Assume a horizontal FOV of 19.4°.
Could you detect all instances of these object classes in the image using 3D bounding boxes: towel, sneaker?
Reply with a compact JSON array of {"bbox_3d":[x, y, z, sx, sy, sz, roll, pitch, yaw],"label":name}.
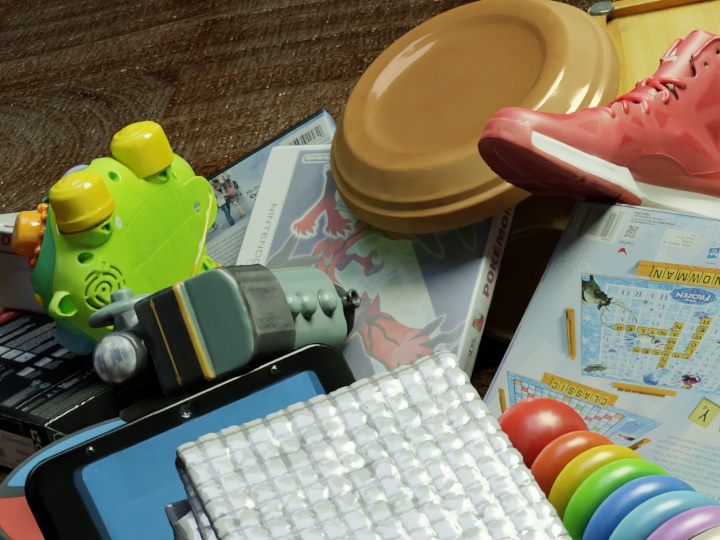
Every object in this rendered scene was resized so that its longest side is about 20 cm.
[{"bbox_3d":[0.010,0.151,1.022,0.165,0.086,0.200,-20,47,-15],"label":"towel"},{"bbox_3d":[0.155,-0.094,1.231,0.200,0.116,0.078,17,-7,-41],"label":"sneaker"}]

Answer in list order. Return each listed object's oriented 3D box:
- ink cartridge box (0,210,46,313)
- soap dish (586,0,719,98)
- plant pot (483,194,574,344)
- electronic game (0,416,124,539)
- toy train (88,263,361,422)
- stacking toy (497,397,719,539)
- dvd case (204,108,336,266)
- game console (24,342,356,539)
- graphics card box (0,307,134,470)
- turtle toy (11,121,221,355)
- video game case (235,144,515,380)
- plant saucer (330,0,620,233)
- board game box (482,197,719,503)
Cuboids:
[{"bbox_3d":[-0.195,-0.008,1.543,0.116,0.067,0.200,7,11,35],"label":"ink cartridge box"},{"bbox_3d":[0.220,-0.117,1.377,0.157,0.081,0.200,-10,32,9],"label":"soap dish"},{"bbox_3d":[0.094,-0.044,1.430,0.186,0.187,0.200,-14,33,-3],"label":"plant pot"},{"bbox_3d":[-0.124,0.130,1.259,0.200,0.042,0.200,-7,22,3],"label":"electronic game"},{"bbox_3d":[-0.076,0.039,1.250,0.114,0.085,0.200,-22,-8,23],"label":"toy train"},{"bbox_3d":[0.126,0.122,1.030,0.085,0.086,0.200,-20,29,-18],"label":"stacking toy"},{"bbox_3d":[-0.054,-0.010,1.442,0.143,0.018,0.200,-31,48,8],"label":"dvd case"},{"bbox_3d":[-0.044,0.141,1.095,0.200,0.117,0.176,-23,23,-24],"label":"game console"},{"bbox_3d":[-0.222,0.082,1.436,0.200,0.051,0.125,8,29,44],"label":"graphics card box"},{"bbox_3d":[-0.157,-0.021,1.401,0.101,0.146,0.200,-9,24,32],"label":"turtle toy"},{"bbox_3d":[0.000,0.000,1.355,0.200,0.023,0.183,0,65,35],"label":"video game case"},{"bbox_3d":[0.066,-0.108,1.340,0.200,0.037,0.200,-20,39,18],"label":"plant saucer"},{"bbox_3d":[0.160,0.066,1.122,0.200,0.041,0.200,12,70,47],"label":"board game box"}]
